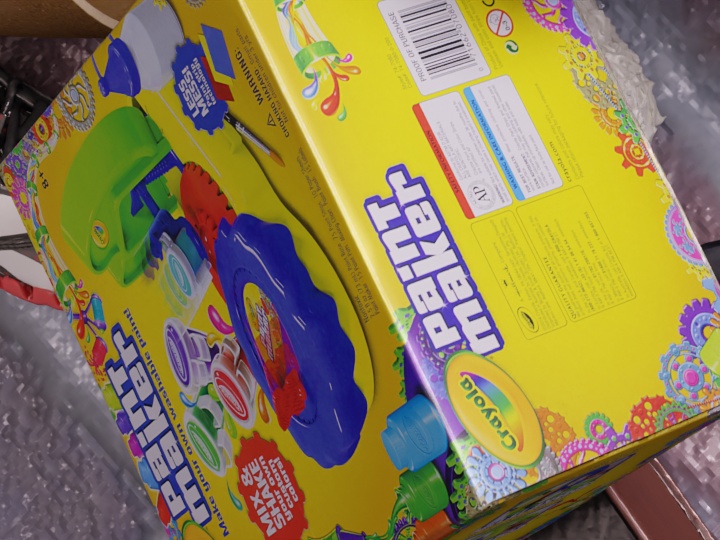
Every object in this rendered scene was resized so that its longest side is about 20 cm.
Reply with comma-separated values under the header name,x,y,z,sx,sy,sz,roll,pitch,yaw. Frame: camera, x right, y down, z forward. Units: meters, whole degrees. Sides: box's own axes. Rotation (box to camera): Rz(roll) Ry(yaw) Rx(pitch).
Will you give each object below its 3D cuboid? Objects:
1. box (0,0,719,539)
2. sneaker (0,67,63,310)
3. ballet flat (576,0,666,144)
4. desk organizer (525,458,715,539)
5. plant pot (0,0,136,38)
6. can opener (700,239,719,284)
name,x,y,z,sx,sy,sz,roll,pitch,yaw
box,0.000,0.000,1.005,0.200,0.122,0.193,64,147,10
sneaker,-0.139,-0.040,1.150,0.200,0.098,0.071,11,53,19
ballet flat,0.043,-0.118,1.111,0.072,0.072,0.200,-40,77,14
desk organizer,0.115,0.152,1.077,0.072,0.077,0.200,-38,78,15
plant pot,-0.173,-0.166,1.137,0.199,0.186,0.187,-7,87,28
can opener,0.206,0.020,1.058,0.199,0.079,0.064,6,99,6
